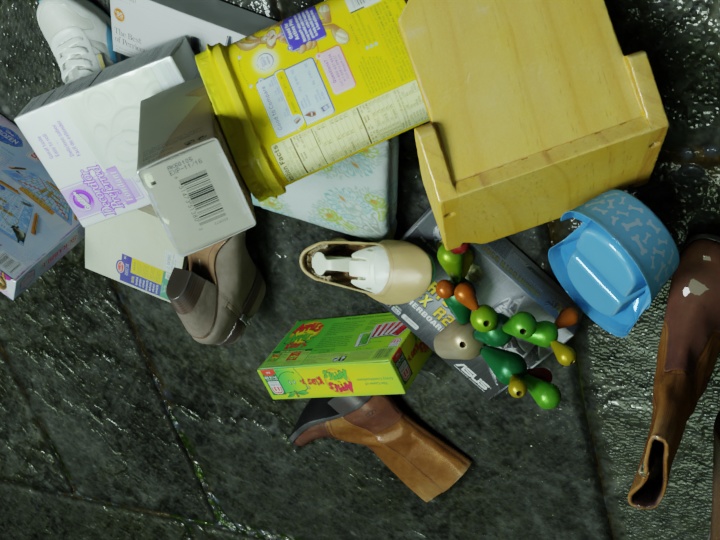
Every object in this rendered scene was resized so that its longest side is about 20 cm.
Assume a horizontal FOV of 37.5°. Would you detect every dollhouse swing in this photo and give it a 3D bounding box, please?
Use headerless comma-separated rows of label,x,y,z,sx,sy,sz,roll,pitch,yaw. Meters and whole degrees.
dollhouse swing,0.137,-0.150,0.933,0.182,0.198,0.177,68,-177,-71

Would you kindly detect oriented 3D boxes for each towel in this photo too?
towel,-0.044,-0.109,1.113,0.170,0.048,0.201,20,151,13

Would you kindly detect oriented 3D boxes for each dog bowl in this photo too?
dog bowl,0.236,-0.008,0.990,0.112,0.049,0.200,48,169,16

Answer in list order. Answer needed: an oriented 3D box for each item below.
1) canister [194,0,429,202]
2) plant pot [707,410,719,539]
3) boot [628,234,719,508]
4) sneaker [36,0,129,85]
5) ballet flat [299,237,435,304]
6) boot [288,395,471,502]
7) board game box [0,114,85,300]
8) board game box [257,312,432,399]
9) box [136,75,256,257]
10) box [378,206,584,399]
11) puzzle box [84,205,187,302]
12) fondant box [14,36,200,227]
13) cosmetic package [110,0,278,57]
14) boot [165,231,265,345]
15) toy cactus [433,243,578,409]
canister,-0.033,-0.171,0.982,0.199,0.087,0.150,-24,79,3
plant pot,0.427,0.231,1.028,0.199,0.200,0.200,3,118,31
boot,0.288,0.089,0.975,0.068,0.200,0.189,22,133,18
sneaker,-0.301,-0.220,1.197,0.076,0.081,0.201,-24,106,25
ballet flat,0.000,0.000,1.135,0.199,0.063,0.069,4,93,57
boot,0.021,0.229,1.387,0.200,0.069,0.188,39,128,-10
board game box,-0.444,-0.085,1.325,0.199,0.200,0.041,34,136,6
board game box,-0.015,0.101,1.262,0.199,0.102,0.048,-7,120,37
box,-0.156,-0.105,0.998,0.077,0.200,0.095,-23,119,1
box,0.119,0.030,1.157,0.200,0.048,0.158,42,136,-3
puzzle box,-0.280,-0.035,1.329,0.132,0.026,0.200,22,149,-3
fondant box,-0.245,-0.145,1.139,0.198,0.058,0.145,-16,120,20
cosmetic package,-0.172,-0.245,1.128,0.199,0.051,0.083,23,132,16
boot,-0.155,-0.009,1.272,0.070,0.201,0.146,25,171,31
toy cactus,0.130,0.055,1.089,0.200,0.102,0.165,46,153,-10
